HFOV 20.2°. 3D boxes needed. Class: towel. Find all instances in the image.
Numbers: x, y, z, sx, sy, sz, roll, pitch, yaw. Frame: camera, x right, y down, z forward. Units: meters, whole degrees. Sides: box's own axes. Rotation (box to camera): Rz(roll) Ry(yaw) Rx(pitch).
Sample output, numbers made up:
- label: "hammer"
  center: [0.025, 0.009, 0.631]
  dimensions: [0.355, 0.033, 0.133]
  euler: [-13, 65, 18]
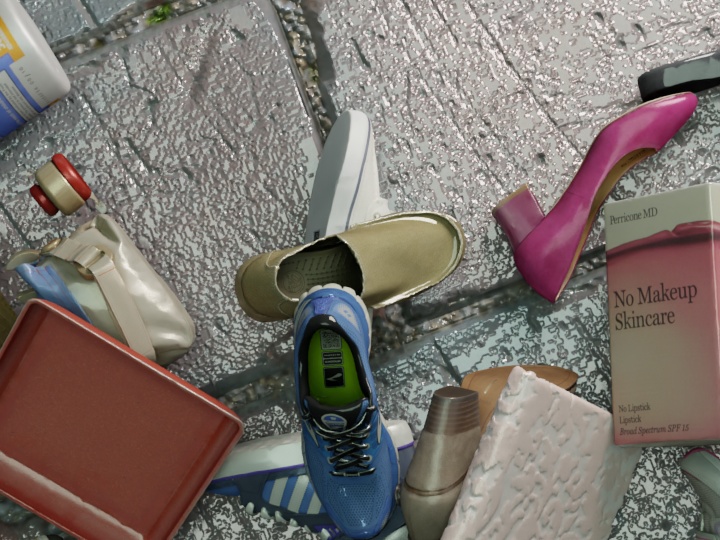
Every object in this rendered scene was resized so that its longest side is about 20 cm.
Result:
- label: "towel"
  center: [0.138, 0.193, 1.605]
  dimensions: [0.032, 0.191, 0.201]
  euler: [19, 85, 42]

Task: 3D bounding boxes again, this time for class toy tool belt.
- label: "toy tool belt"
  center: [-0.235, 0.017, 1.676]
  dimensions: [0.123, 0.125, 0.200]
  euler: [-38, 91, -2]

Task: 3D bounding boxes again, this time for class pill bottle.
- label: "pill bottle"
  center: [-0.356, -0.144, 1.712]
  dimensions: [0.199, 0.112, 0.112]
  euler: [-33, 82, 0]

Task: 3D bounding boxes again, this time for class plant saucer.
- label: "plant saucer"
  center: [-0.215, 0.130, 1.650]
  dimensions: [0.199, 0.037, 0.200]
  euler: [31, 125, -5]

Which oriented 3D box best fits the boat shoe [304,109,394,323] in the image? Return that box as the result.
- label: "boat shoe"
  center: [-0.003, -0.032, 1.699]
  dimensions: [0.069, 0.071, 0.201]
  euler: [11, 80, -21]

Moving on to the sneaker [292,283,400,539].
- label: "sneaker"
  center: [-0.019, 0.116, 1.561]
  dimensions: [0.078, 0.089, 0.201]
  euler: [-10, 102, 9]

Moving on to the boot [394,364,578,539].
- label: "boot"
  center: [0.102, 0.160, 1.631]
  dimensions: [0.070, 0.199, 0.147]
  euler: [15, 105, 42]

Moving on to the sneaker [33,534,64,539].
- label: "sneaker"
  center: [-0.194, 0.291, 1.679]
  dimensions: [0.088, 0.076, 0.200]
  euler: [-36, 85, -15]

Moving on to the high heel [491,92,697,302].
- label: "high heel"
  center: [0.211, -0.062, 1.675]
  dimensions: [0.200, 0.067, 0.096]
  euler: [-36, 71, 15]

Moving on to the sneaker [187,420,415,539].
- label: "sneaker"
  center: [-0.037, 0.208, 1.662]
  dimensions: [0.199, 0.081, 0.147]
  euler: [-10, 93, 14]

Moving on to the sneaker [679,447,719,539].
- label: "sneaker"
  center: [0.302, 0.239, 1.627]
  dimensions: [0.088, 0.081, 0.201]
  euler: [-27, 81, 0]

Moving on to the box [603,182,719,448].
- label: "box"
  center: [0.276, 0.038, 1.611]
  dimensions: [0.109, 0.128, 0.201]
  euler: [2, 82, -36]

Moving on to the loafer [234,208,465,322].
- label: "loafer"
  center: [0.000, 0.000, 1.630]
  dimensions: [0.199, 0.067, 0.076]
  euler: [-18, 96, -18]

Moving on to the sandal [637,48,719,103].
- label: "sandal"
  center: [0.331, -0.167, 1.678]
  dimensions: [0.199, 0.076, 0.043]
  euler: [-17, 80, 13]

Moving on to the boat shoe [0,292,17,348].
- label: "boat shoe"
  center: [-0.330, 0.044, 1.715]
  dimensions: [0.071, 0.069, 0.201]
  euler: [-19, 101, -26]
